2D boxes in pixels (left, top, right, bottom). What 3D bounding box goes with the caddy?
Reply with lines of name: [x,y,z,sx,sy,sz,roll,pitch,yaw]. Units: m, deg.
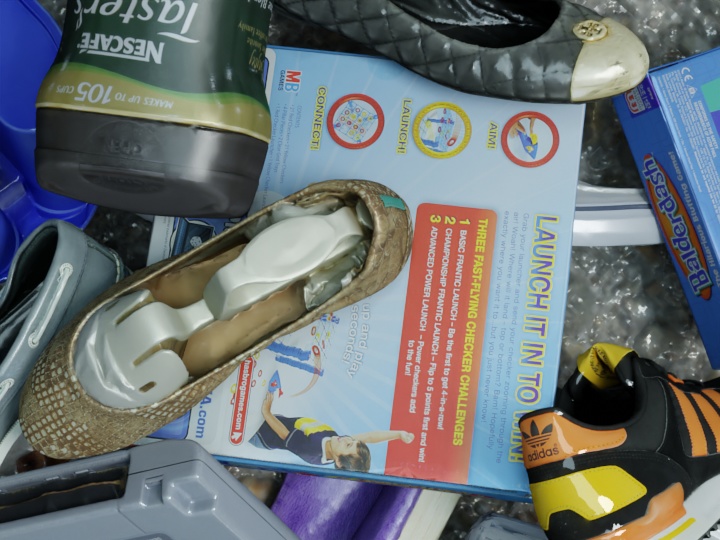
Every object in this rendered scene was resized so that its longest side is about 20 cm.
caddy: [-0.215,-0.085,0.837,0.141,0.105,0.200,-40,75,-15]

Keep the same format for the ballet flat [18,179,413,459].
ballet flat: [-0.069,0.015,0.740,0.200,0.065,0.071,-33,78,-2]

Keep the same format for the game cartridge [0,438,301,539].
game cartridge: [-0.128,0.141,0.812,0.200,0.133,0.042,-14,53,23]

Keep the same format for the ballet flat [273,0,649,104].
ballet flat: [0.036,-0.124,0.774,0.200,0.066,0.057,21,131,16]

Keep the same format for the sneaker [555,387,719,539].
sneaker: [0.173,0.106,0.877,0.200,0.078,0.091,33,72,-5]

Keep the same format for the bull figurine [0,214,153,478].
bull figurine: [-0.127,0.038,0.860,0.200,0.065,0.122,-21,84,-7]

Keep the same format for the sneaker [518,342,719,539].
sneaker: [0.135,0.066,0.761,0.070,0.200,0.090,-19,96,36]

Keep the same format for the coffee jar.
coffee jar: [-0.083,-0.124,0.747,0.104,0.085,0.200,7,90,9]

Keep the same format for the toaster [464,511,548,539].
toaster: [0.102,0.196,0.815,0.200,0.114,0.129,24,80,-45]

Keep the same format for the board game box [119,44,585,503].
board game box: [0.000,0.000,0.800,0.195,0.056,0.200,7,79,6]

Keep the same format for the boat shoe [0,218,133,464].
boat shoe: [-0.189,0.057,0.784,0.200,0.073,0.062,-45,134,-10]

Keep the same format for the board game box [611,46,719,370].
board game box: [0.242,-0.055,0.856,0.200,0.045,0.152,-20,90,-20]

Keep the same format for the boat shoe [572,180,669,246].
boat shoe: [0.063,-0.048,0.863,0.200,0.074,0.067,3,91,-1]

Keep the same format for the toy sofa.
toy sofa: [-0.017,0.161,0.855,0.097,0.083,0.200,28,89,-3]
